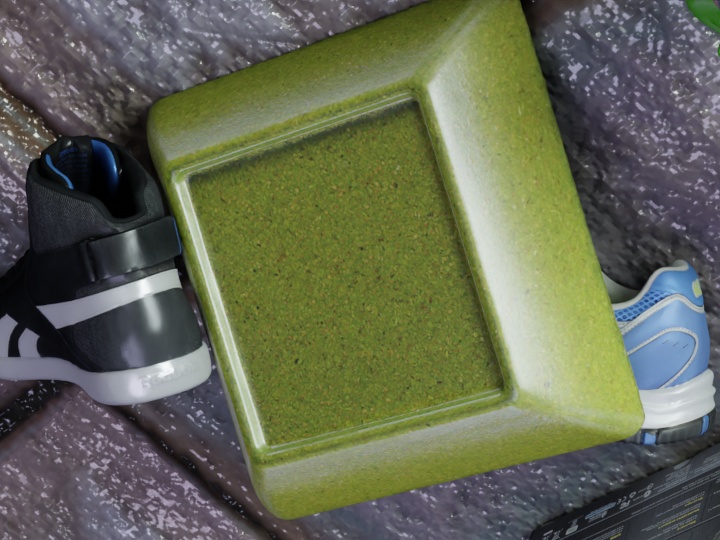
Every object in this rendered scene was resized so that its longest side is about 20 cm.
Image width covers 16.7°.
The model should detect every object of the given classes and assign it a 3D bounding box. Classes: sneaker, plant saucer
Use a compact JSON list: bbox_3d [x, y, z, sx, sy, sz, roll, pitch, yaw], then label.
[{"bbox_3d":[0.065,0.023,1.096,0.199,0.076,0.078,7,103,20],"label":"sneaker"},{"bbox_3d":[-0.132,-0.008,1.127,0.200,0.073,0.113,8,111,58],"label":"sneaker"},{"bbox_3d":[0.000,0.000,1.051,0.199,0.048,0.201,-17,91,32],"label":"plant saucer"}]

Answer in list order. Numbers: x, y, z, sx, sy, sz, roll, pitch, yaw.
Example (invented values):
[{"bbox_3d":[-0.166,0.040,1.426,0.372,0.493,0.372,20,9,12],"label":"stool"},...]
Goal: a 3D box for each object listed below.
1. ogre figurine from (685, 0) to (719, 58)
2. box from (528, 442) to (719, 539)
[{"bbox_3d":[0.154,-0.107,0.849,0.098,0.120,0.201,-23,121,-15],"label":"ogre figurine"},{"bbox_3d":[0.143,0.149,1.093,0.200,0.159,0.048,-32,110,36],"label":"box"}]
